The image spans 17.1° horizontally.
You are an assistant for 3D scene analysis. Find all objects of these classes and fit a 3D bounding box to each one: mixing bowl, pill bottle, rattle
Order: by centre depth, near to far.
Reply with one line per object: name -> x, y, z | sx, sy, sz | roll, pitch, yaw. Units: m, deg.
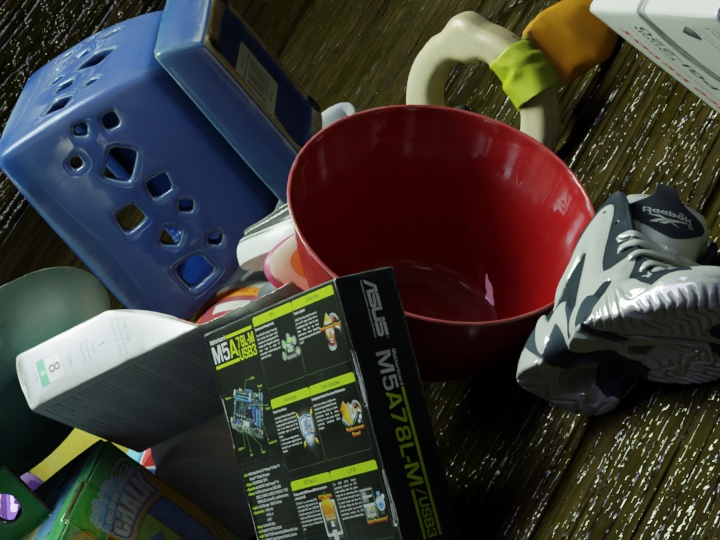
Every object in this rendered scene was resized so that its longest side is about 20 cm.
mixing bowl -> 0.046, -0.002, 1.541 | 0.200, 0.200, 0.108 | -69, -7, -45
pill bottle -> -0.091, 0.107, 1.784 | 0.113, 0.113, 0.200 | -43, 18, 34
rattle -> 0.098, -0.107, 1.794 | 0.143, 0.130, 0.200 | -56, -16, -54

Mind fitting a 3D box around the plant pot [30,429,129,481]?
plant pot -> -0.221, 0.126, 2.072 | 0.200, 0.142, 0.200 | -48, 17, 19

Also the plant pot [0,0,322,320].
plant pot -> -0.141, -0.099, 1.859 | 0.180, 0.200, 0.200 | -35, 19, 15

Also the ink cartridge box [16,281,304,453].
ink cartridge box -> -0.109, 0.053, 1.625 | 0.200, 0.161, 0.050 | -28, 67, 13

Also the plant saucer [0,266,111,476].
plant saucer -> -0.238, 0.090, 1.658 | 0.201, 0.039, 0.201 | -38, -29, -26

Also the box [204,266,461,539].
box -> -0.018, 0.110, 1.455 | 0.200, 0.047, 0.193 | -25, 76, 61

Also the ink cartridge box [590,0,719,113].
ink cartridge box -> 0.229, -0.130, 1.299 | 0.085, 0.146, 0.200 | -54, 15, -1

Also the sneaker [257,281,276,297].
sneaker -> 0.001, -0.033, 1.756 | 0.200, 0.074, 0.081 | -37, 62, 19

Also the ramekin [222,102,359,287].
ramekin -> -0.033, -0.029, 1.946 | 0.200, 0.098, 0.201 | -48, 16, 19

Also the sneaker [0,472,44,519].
sneaker -> -0.216, 0.225, 1.843 | 0.083, 0.081, 0.200 | -54, 53, 23

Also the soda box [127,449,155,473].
soda box -> -0.153, 0.159, 1.946 | 0.068, 0.064, 0.200 | -25, 32, 60

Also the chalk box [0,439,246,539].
chalk box -> -0.186, 0.212, 1.663 | 0.124, 0.200, 0.124 | -39, 21, 44

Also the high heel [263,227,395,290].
high heel -> 0.000, 0.000, 1.662 | 0.200, 0.067, 0.096 | -11, -7, -38

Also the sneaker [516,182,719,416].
sneaker -> 0.165, -0.002, 1.326 | 0.130, 0.079, 0.199 | -69, 10, -23

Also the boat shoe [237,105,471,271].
boat shoe -> 0.001, -0.055, 1.677 | 0.200, 0.057, 0.069 | -22, -16, 17
